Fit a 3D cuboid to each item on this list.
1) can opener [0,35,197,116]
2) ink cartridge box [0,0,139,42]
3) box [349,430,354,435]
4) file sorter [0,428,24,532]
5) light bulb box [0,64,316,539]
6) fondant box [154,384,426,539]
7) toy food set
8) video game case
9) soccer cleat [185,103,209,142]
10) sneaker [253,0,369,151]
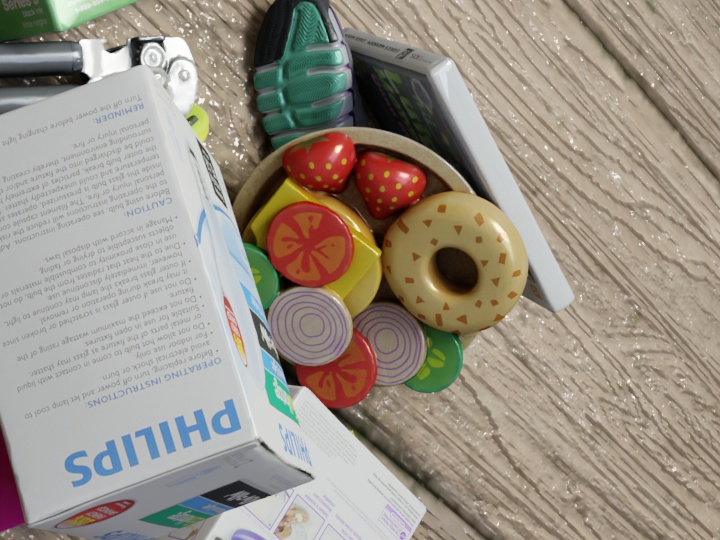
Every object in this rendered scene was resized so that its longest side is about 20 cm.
[{"bbox_3d":[-0.196,-0.118,1.125,0.199,0.066,0.053,-7,93,-31],"label":"can opener"},{"bbox_3d":[-0.186,-0.261,1.107,0.146,0.084,0.201,-30,109,-36],"label":"ink cartridge box"},{"bbox_3d":[-0.083,0.184,1.219,0.199,0.064,0.071,-33,112,-35],"label":"box"},{"bbox_3d":[-0.255,0.044,1.011,0.138,0.126,0.201,-20,108,-1],"label":"file sorter"},{"bbox_3d":[-0.121,0.029,0.946,0.124,0.198,0.201,-19,77,3],"label":"light bulb box"},{"bbox_3d":[-0.060,0.195,1.160,0.144,0.058,0.201,47,62,-31],"label":"fondant box"},{"bbox_3d":[0.000,0.000,1.217,0.199,0.198,0.049,37,25,-7],"label":"toy food set"},{"bbox_3d":[0.062,-0.074,1.260,0.023,0.182,0.201,-35,114,-12],"label":"video game case"},{"bbox_3d":[-0.174,-0.045,1.151,0.200,0.064,0.084,-42,146,-35],"label":"soccer cleat"},{"bbox_3d":[-0.022,-0.103,1.275,0.087,0.074,0.202,-26,110,-62],"label":"sneaker"}]
